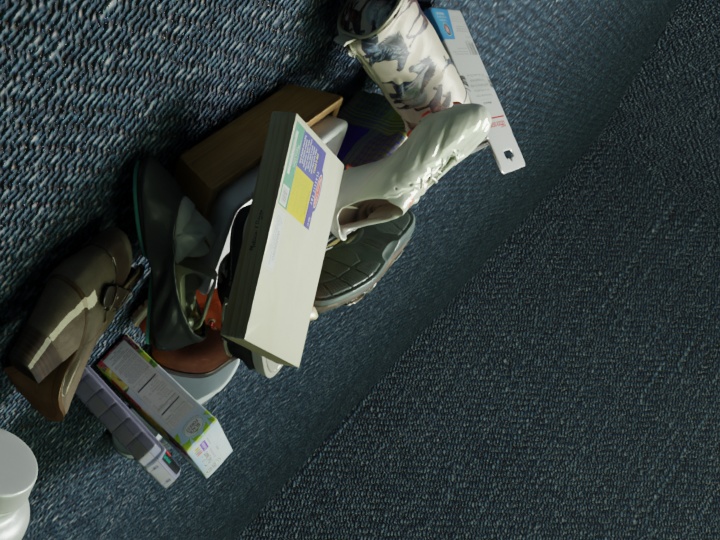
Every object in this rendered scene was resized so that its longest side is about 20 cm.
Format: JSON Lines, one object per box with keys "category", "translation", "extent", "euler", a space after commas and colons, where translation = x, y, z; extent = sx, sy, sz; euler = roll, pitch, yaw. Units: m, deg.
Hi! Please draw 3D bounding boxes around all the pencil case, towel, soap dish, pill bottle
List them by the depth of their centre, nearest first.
{"category": "pill bottle", "translation": [-0.370, 0.241, 1.038], "extent": [0.201, 0.110, 0.111], "euler": [-56, 168, 26]}
{"category": "soap dish", "translation": [-0.109, -0.083, 1.109], "extent": [0.200, 0.081, 0.158], "euler": [-41, 165, -40]}
{"category": "pencil case", "translation": [0.046, -0.199, 1.136], "extent": [0.089, 0.078, 0.200], "euler": [-39, 137, 0]}
{"category": "towel", "translation": [-0.021, -0.125, 1.269], "extent": [0.200, 0.023, 0.143], "euler": [-47, -147, -11]}

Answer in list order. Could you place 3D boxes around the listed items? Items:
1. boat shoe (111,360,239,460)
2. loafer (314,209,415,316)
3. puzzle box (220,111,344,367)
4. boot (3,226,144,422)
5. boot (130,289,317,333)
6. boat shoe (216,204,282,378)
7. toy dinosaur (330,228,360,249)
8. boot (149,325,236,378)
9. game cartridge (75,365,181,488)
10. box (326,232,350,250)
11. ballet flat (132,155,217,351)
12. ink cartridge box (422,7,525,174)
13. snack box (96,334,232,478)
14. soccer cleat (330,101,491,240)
{"category": "boat shoe", "translation": [-0.236, 0.166, 1.470], "extent": [0.200, 0.071, 0.091], "euler": [-42, 169, -11]}
{"category": "loafer", "translation": [0.000, 0.000, 1.299], "extent": [0.200, 0.071, 0.063], "euler": [-42, 149, -39]}
{"category": "puzzle box", "translation": [-0.066, -0.024, 1.011], "extent": [0.133, 0.025, 0.203], "euler": [41, 59, -66]}
{"category": "boot", "translation": [-0.251, 0.049, 1.022], "extent": [0.147, 0.070, 0.200], "euler": [-54, 178, -24]}
{"category": "boot", "translation": [-0.143, 0.044, 1.203], "extent": [0.198, 0.108, 0.075], "euler": [-22, 178, 4]}
{"category": "boat shoe", "translation": [-0.106, 0.017, 1.059], "extent": [0.074, 0.060, 0.201], "euler": [-55, 154, -37]}
{"category": "toy dinosaur", "translation": [-0.051, 0.002, 1.384], "extent": [0.199, 0.048, 0.088], "euler": [-35, -170, 27]}
{"category": "boot", "translation": [-0.148, 0.034, 1.290], "extent": [0.201, 0.185, 0.069], "euler": [98, -12, -45]}
{"category": "game cartridge", "translation": [-0.254, 0.172, 1.236], "extent": [0.038, 0.129, 0.200], "euler": [-47, 169, -15]}
{"category": "box", "translation": [-0.058, -0.049, 1.394], "extent": [0.157, 0.050, 0.200], "euler": [-34, 176, 23]}
{"category": "ballet flat", "translation": [-0.161, -0.012, 1.013], "extent": [0.073, 0.072, 0.202], "euler": [-39, 143, -44]}
{"category": "ink cartridge box", "translation": [0.111, -0.196, 1.311], "extent": [0.066, 0.202, 0.116], "euler": [-23, 180, 24]}
{"category": "snack box", "translation": [-0.220, 0.161, 1.301], "extent": [0.053, 0.142, 0.200], "euler": [-45, 169, -14]}
{"category": "soccer cleat", "translation": [0.048, -0.095, 1.125], "extent": [0.198, 0.078, 0.070], "euler": [-29, 139, 3]}
